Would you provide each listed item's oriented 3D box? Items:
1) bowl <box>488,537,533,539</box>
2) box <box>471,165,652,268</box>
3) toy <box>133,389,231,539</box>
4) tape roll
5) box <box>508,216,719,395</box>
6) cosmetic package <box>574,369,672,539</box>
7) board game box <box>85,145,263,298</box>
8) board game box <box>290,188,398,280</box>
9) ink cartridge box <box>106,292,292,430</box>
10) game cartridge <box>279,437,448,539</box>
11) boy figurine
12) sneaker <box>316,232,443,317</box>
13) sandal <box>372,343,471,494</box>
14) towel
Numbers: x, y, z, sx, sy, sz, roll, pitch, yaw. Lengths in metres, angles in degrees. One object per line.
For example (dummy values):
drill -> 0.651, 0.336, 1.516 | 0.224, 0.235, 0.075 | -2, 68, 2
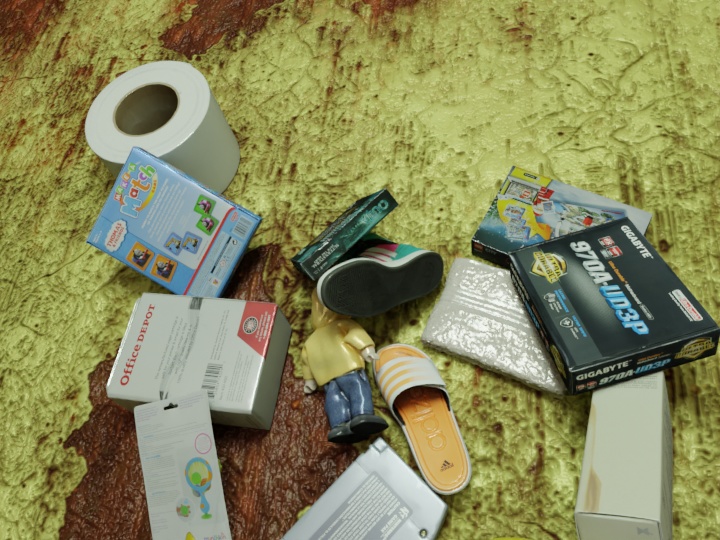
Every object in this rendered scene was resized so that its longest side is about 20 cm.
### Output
bowl -> 0.124, 0.338, 0.572 | 0.199, 0.108, 0.202 | -25, 44, 26
box -> 0.267, -0.049, 0.841 | 0.198, 0.038, 0.137 | 25, 69, 22
toy -> -0.201, 0.252, 0.743 | 0.114, 0.047, 0.202 | -16, 76, 21
tape roll -> -0.307, -0.207, 0.987 | 0.200, 0.140, 0.205 | -5, 61, 9
box -> 0.275, 0.033, 0.711 | 0.157, 0.046, 0.201 | -16, 40, 3
cosmetic package -> 0.264, 0.198, 0.614 | 0.070, 0.106, 0.200 | -5, 26, 29
board game box -> -0.259, -0.056, 0.873 | 0.199, 0.037, 0.152 | 30, 97, -3
board game box -> -0.029, -0.046, 0.815 | 0.135, 0.200, 0.028 | -42, 98, -5
ink cartridge box -> -0.205, 0.117, 0.818 | 0.197, 0.083, 0.148 | 4, 62, 13
game cartridge -> -0.002, 0.306, 0.701 | 0.200, 0.042, 0.133 | -43, 66, -13
boy figurine -> -0.030, 0.113, 0.790 | 0.124, 0.064, 0.202 | -37, 53, 30
sneaker -> 0.000, 0.000, 0.807 | 0.198, 0.085, 0.120 | -10, 17, -41
sandal -> 0.074, 0.158, 0.740 | 0.078, 0.060, 0.208 | -23, 49, -5
towel -> 0.188, 0.068, 0.795 | 0.198, 0.035, 0.133 | 19, 66, 21
